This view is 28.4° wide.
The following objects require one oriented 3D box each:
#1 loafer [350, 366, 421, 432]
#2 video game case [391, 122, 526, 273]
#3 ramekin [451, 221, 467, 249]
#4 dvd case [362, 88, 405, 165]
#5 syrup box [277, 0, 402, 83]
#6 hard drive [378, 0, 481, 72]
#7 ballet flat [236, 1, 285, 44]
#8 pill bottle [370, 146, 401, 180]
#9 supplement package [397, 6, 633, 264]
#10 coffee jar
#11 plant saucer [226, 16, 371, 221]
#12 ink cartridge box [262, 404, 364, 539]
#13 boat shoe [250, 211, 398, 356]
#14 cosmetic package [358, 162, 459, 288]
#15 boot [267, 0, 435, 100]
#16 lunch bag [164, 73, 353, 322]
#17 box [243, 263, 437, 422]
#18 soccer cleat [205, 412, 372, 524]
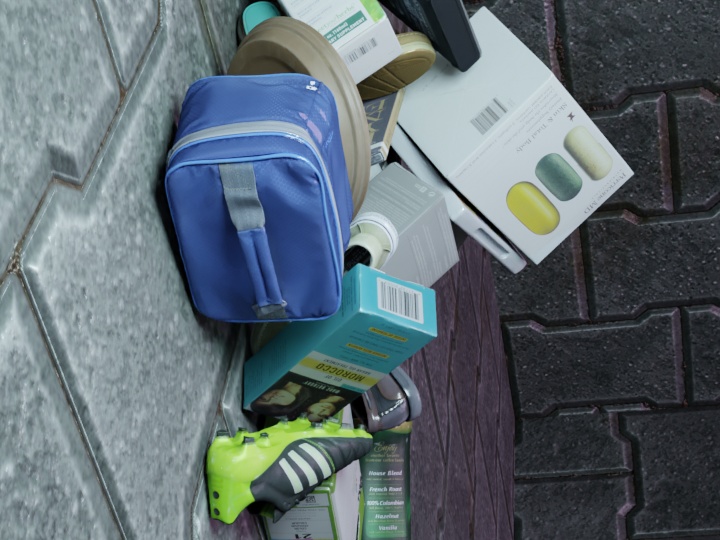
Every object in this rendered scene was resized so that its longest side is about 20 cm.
[{"bbox_3d":[-0.018,0.095,1.468,0.200,0.063,0.072,41,-33,40],"label":"loafer"},{"bbox_3d":[0.089,-0.096,1.559,0.200,0.023,0.182,54,10,32],"label":"video game case"},{"bbox_3d":[0.035,-0.010,1.662,0.094,0.203,0.202,41,15,-1],"label":"ramekin"},{"bbox_3d":[-0.032,-0.128,1.438,0.016,0.148,0.200,63,18,-21],"label":"dvd case"},{"bbox_3d":[-0.045,-0.282,1.402,0.201,0.078,0.081,58,3,22],"label":"syrup box"},{"bbox_3d":[0.033,-0.297,1.429,0.200,0.033,0.140,45,-4,29],"label":"hard drive"},{"bbox_3d":[-0.079,-0.167,1.399,0.068,0.067,0.202,97,-14,-69],"label":"ballet flat"},{"bbox_3d":[-0.022,-0.099,1.569,0.200,0.115,0.117,-65,148,-68],"label":"pill bottle"},{"bbox_3d":[0.161,-0.142,1.531,0.200,0.152,0.151,39,11,-46],"label":"supplement package"},{"bbox_3d":[0.010,0.225,1.574,0.104,0.085,0.202,167,-76,-68],"label":"coffee jar"},{"bbox_3d":[-0.064,-0.125,1.273,0.029,0.199,0.202,-20,110,-35],"label":"plant saucer"},{"bbox_3d":[-0.045,0.222,1.403,0.148,0.075,0.201,-84,169,-49],"label":"ink cartridge box"},{"bbox_3d":[-0.044,0.024,1.295,0.072,0.200,0.062,42,29,3],"label":"boat shoe"},{"bbox_3d":[0.000,0.000,1.434,0.090,0.200,0.107,37,-25,36],"label":"cosmetic package"},{"bbox_3d":[-0.015,-0.254,1.483,0.073,0.199,0.157,19,61,-49],"label":"boot"},{"bbox_3d":[-0.081,-0.045,1.163,0.133,0.135,0.201,-82,165,-48],"label":"lunch bag"},{"bbox_3d":[-0.022,0.071,1.259,0.200,0.082,0.049,-42,-141,44],"label":"box"},{"bbox_3d":[-0.063,0.173,1.242,0.199,0.067,0.082,-2,100,-52],"label":"soccer cleat"}]
